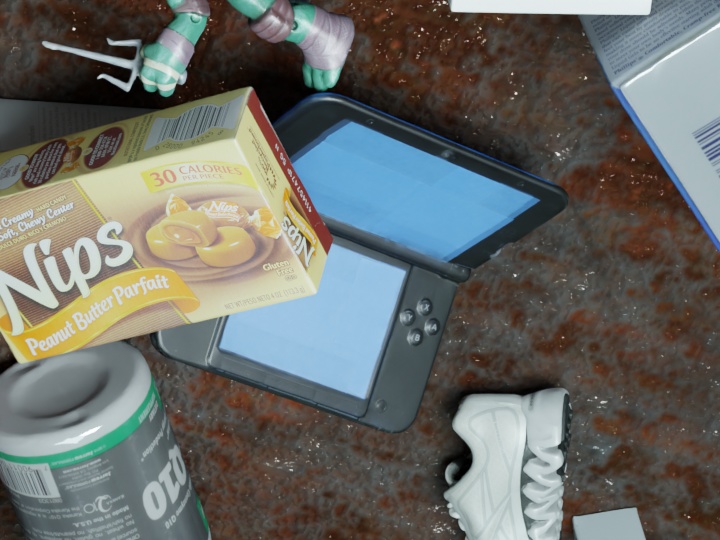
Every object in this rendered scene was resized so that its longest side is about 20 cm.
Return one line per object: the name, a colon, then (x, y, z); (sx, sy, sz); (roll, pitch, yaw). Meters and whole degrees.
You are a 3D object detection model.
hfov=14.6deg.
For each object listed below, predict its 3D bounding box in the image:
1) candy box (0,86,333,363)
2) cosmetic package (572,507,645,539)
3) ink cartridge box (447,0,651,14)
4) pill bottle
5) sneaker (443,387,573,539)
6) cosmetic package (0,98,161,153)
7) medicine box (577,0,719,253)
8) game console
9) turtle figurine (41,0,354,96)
candy box: (-0.131, -0.024, 1.612); (0.199, 0.055, 0.116); (-13, 124, 22)
cosmetic package: (0.184, 0.286, 1.902); (0.051, 0.151, 0.201); (-10, 123, -3)
ink cartridge box: (0.098, -0.197, 1.565); (0.116, 0.200, 0.068); (0, 122, -7)
pill bottle: (-0.161, 0.152, 1.798); (0.112, 0.113, 0.201); (-16, 122, 3)
sneaker: (0.095, 0.163, 1.870); (0.080, 0.075, 0.201); (5, 119, 6)
cosmetic package: (-0.212, -0.044, 1.695); (0.199, 0.071, 0.102); (4, 121, -10)
medicine box: (0.209, -0.113, 1.631); (0.103, 0.200, 0.182); (-32, 120, 10)
game console: (0.000, 0.000, 1.696); (0.199, 0.118, 0.172); (20, 85, -31)
turtle figurine: (-0.103, -0.168, 1.589); (0.199, 0.150, 0.101); (18, 134, -33)
